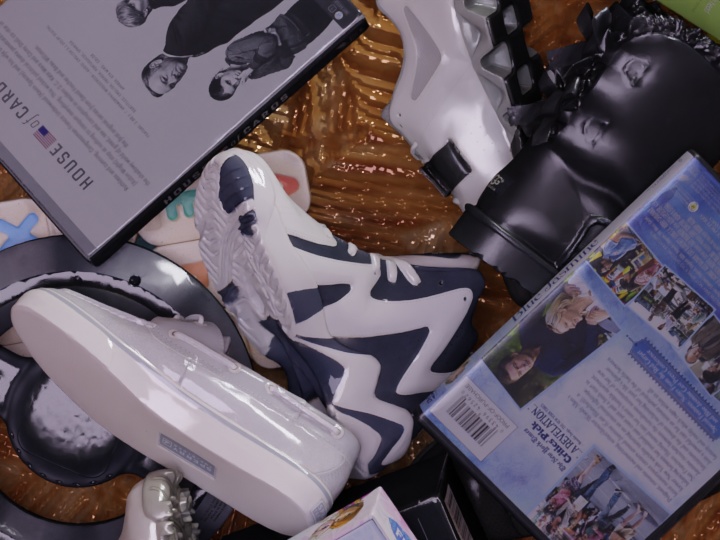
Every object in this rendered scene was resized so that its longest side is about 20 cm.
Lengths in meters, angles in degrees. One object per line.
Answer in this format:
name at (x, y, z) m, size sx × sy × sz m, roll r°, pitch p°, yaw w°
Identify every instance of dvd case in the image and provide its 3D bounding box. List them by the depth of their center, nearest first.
dvd case at (0.146, 0.055, 1.463) m, size 0.200 × 0.018 × 0.143 m, roll -44°, pitch 106°, yaw 5°
dvd case at (-0.118, -0.121, 1.544) m, size 0.200 × 0.025 × 0.150 m, roll -42°, pitch 72°, yaw -3°

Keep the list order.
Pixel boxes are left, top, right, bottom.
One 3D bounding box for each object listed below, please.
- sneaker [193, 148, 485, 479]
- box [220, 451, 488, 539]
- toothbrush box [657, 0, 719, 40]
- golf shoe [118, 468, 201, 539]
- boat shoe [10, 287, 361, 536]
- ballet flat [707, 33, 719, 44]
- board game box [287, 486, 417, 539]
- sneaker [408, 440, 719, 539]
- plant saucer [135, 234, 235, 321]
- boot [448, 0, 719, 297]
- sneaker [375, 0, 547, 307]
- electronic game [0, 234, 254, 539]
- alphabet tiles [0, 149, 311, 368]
sneaker at (0.000, 0.000, 1.527) m, size 0.130 × 0.079 × 0.199 m, roll -37°, pitch 107°, yaw -26°
box at (0.021, 0.219, 1.523) m, size 0.141 × 0.079 × 0.200 m, roll -22°, pitch 102°, yaw 11°
toothbrush box at (0.220, -0.199, 1.489) m, size 0.200 × 0.086 × 0.146 m, roll 34°, pitch 64°, yaw 2°
golf shoe at (-0.135, 0.190, 1.521) m, size 0.097 × 0.078 × 0.200 m, roll 6°, pitch 124°, yaw -1°
boat shoe at (-0.090, 0.060, 1.496) m, size 0.200 × 0.072 × 0.069 m, roll 30°, pitch 60°, yaw 14°
ballet flat at (0.215, -0.059, 1.532) m, size 0.067 × 0.067 × 0.200 m, roll -22°, pitch 91°, yaw 10°
board game box at (-0.019, 0.243, 1.455) m, size 0.200 × 0.041 × 0.200 m, roll -30°, pitch 102°, yaw 15°
sneaker at (0.116, 0.105, 1.536) m, size 0.200 × 0.082 × 0.073 m, roll -15°, pitch 93°, yaw 7°
plant saucer at (-0.105, -0.062, 1.582) m, size 0.070 × 0.019 × 0.200 m, roll -5°, pitch 92°, yaw 5°
boot at (0.159, -0.039, 1.488) m, size 0.198 × 0.073 × 0.163 m, roll 34°, pitch 95°, yaw -22°
sneaker at (0.060, -0.073, 1.547) m, size 0.088 × 0.074 × 0.200 m, roll -9°, pitch 99°, yaw 28°
electronic game at (-0.155, 0.079, 1.552) m, size 0.200 × 0.042 × 0.200 m, roll 0°, pitch 96°, yaw 0°
alphabet tiles at (-0.118, 0.007, 1.567) m, size 0.195 × 0.015 × 0.200 m, roll -9°, pitch 96°, yaw 5°
